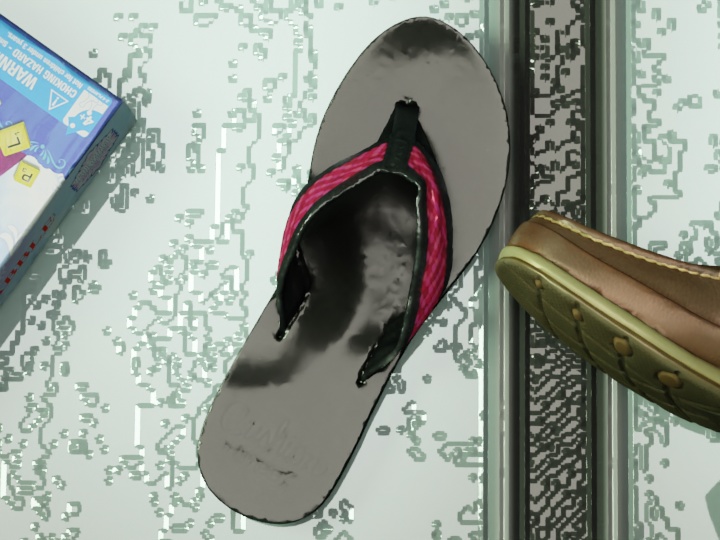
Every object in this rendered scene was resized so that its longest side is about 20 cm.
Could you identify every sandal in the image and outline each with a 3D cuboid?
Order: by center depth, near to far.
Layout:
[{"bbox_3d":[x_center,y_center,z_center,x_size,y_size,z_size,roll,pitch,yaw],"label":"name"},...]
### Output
[{"bbox_3d":[0.000,0.000,0.953,0.075,0.045,0.201,23,84,5],"label":"sandal"}]

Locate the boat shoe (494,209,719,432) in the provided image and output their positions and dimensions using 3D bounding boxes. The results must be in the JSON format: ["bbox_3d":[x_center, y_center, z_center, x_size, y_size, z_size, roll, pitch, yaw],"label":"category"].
[{"bbox_3d":[0.145,0.026,0.935,0.199,0.072,0.068,27,79,-1],"label":"boat shoe"}]

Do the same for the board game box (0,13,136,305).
[{"bbox_3d":[-0.223,-0.037,0.968,0.200,0.041,0.200,34,85,6],"label":"board game box"}]
